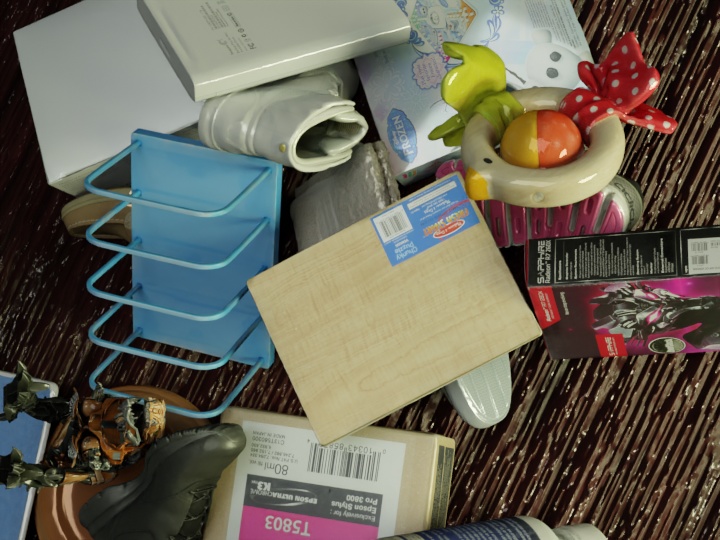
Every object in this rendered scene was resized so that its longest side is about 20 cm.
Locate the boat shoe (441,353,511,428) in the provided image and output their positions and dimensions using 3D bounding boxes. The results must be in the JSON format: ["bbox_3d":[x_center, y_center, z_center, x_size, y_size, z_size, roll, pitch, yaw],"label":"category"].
[{"bbox_3d":[0.071,0.042,1.145,0.062,0.071,0.202,-34,70,48],"label":"boat shoe"}]

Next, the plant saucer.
[{"bbox_3d":[-0.214,0.204,1.211,0.198,0.037,0.203,-3,79,16],"label":"plant saucer"}]

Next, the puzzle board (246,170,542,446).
[{"bbox_3d":[0.025,0.030,1.077,0.198,0.017,0.152,-27,75,3],"label":"puzzle board"}]

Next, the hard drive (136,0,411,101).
[{"bbox_3d":[-0.075,-0.216,1.133,0.198,0.026,0.132,-19,53,-21],"label":"hard drive"}]

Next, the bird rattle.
[{"bbox_3d":[0.152,-0.106,1.062,0.197,0.113,0.164,7,47,4],"label":"bird rattle"}]

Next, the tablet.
[{"bbox_3d":[-0.352,0.196,1.255,0.129,0.014,0.202,8,83,31],"label":"tablet"}]

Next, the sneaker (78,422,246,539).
[{"bbox_3d":[-0.154,0.196,1.115,0.200,0.075,0.091,-43,64,34],"label":"sneaker"}]

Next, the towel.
[{"bbox_3d":[0.000,0.000,1.147,0.132,0.034,0.202,-34,68,48],"label":"towel"}]

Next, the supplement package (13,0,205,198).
[{"bbox_3d":[-0.195,-0.172,1.231,0.198,0.111,0.157,-20,76,12],"label":"supplement package"}]

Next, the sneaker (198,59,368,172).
[{"bbox_3d":[-0.032,-0.131,1.135,0.115,0.200,0.074,19,121,28],"label":"sneaker"}]

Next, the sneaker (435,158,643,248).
[{"bbox_3d":[0.154,-0.060,1.129,0.198,0.087,0.075,10,109,40],"label":"sneaker"}]

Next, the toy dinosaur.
[{"bbox_3d":[-0.241,0.153,1.133,0.201,0.135,0.103,-53,39,32],"label":"toy dinosaur"}]

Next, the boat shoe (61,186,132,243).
[{"bbox_3d":[-0.184,-0.039,1.225,0.198,0.071,0.065,-3,79,15],"label":"boat shoe"}]

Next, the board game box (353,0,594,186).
[{"bbox_3d":[0.093,-0.205,1.184,0.197,0.043,0.202,-21,75,11],"label":"board game box"}]

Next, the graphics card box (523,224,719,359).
[{"bbox_3d":[0.236,0.019,1.056,0.198,0.126,0.051,-5,57,15],"label":"graphics card box"}]

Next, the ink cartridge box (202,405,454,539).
[{"bbox_3d":[-0.030,0.210,1.134,0.198,0.075,0.167,5,81,17],"label":"ink cartridge box"}]

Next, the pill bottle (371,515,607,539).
[{"bbox_3d":[0.097,0.251,1.028,0.198,0.111,0.112,-4,76,-23],"label":"pill bottle"}]

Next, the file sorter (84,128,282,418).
[{"bbox_3d":[-0.154,0.004,1.132,0.137,0.123,0.202,12,117,15],"label":"file sorter"}]
